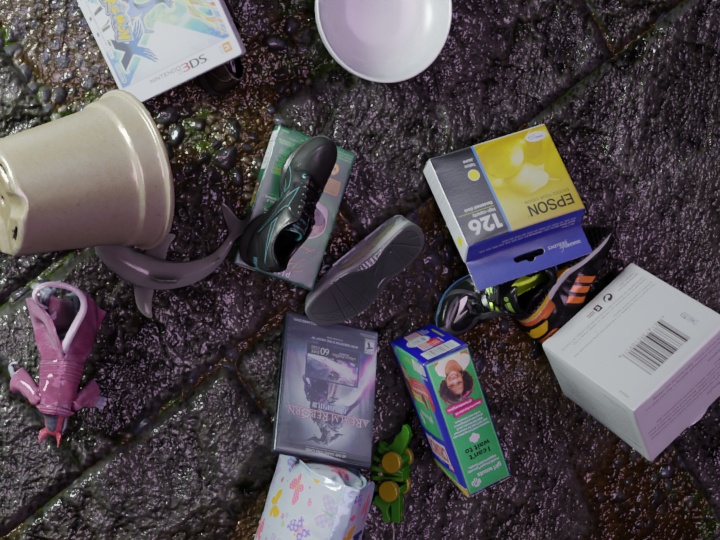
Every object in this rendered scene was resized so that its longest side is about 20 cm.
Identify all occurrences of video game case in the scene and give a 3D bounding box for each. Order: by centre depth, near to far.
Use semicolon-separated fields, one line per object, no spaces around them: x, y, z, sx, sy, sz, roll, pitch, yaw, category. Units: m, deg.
-0.265;-0.336;1.381;0.180;0.022;0.202;-21;102;18;video game case
-0.047;0.166;1.496;0.141;0.019;0.203;14;60;-19;video game case

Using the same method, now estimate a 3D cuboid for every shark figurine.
-0.237;-0.007;1.435;0.212;0.089;0.130;-14;100;-14;shark figurine

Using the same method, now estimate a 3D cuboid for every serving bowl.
0.025;-0.360;1.498;0.197;0.066;0.203;-1;95;-18;serving bowl

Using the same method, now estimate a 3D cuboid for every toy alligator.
0.039;0.321;1.572;0.054;0.059;0.203;8;95;24;toy alligator

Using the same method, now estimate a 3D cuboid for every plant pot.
-0.353;-0.101;1.299;0.182;0.199;0.203;-19;101;-37;plant pot

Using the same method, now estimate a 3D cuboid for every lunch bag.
-0.058;0.347;1.463;0.126;0.200;0.172;17;89;-18;lunch bag

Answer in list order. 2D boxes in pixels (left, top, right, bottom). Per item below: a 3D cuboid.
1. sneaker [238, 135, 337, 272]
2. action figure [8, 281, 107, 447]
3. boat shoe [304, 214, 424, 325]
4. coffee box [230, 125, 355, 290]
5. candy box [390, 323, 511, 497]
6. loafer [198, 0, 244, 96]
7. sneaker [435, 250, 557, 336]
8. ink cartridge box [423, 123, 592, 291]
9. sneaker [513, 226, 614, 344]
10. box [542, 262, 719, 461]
-0.080;-0.083;1.428;0.075;0.079;0.202;33;86;-41;sneaker
-0.374;0.124;1.376;0.132;0.149;0.203;7;79;-24;action figure
0.000;-0.002;1.530;0.202;0.065;0.075;-43;125;-4;boat shoe
-0.094;-0.086;1.495;0.121;0.044;0.203;17;89;-18;coffee box
0.126;0.193;1.525;0.076;0.169;0.202;-23;101;-10;candy box
-0.189;-0.334;1.419;0.073;0.071;0.203;-29;111;-42;loafer
0.197;0.036;1.569;0.198;0.083;0.071;-28;112;2;sneaker
0.217;-0.094;1.552;0.195;0.047;0.202;-18;69;-17;ink cartridge box
0.317;0.024;1.633;0.200;0.070;0.090;-45;121;-9;sneaker
0.412;0.130;1.580;0.198;0.200;0.131;-39;131;-11;box
